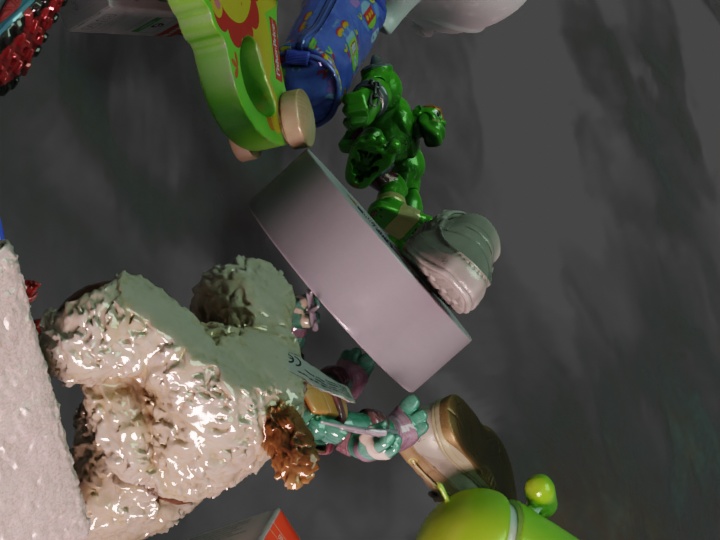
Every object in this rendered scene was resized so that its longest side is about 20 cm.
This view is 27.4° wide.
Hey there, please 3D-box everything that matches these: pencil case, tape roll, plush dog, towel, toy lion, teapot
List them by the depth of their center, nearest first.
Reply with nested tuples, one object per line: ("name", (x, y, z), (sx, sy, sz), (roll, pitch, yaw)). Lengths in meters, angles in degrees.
("towel", (-0.214, 0.089, 0.758), (0.132, 0.034, 0.202), (-30, 122, -33))
("plush dog", (-0.115, 0.101, 0.894), (0.161, 0.172, 0.199), (54, 30, 16))
("toy lion", (-0.101, -0.198, 1.105), (0.192, 0.068, 0.202), (20, 61, -72))
("tape roll", (0.000, 0.000, 1.167), (0.201, 0.066, 0.200), (49, 2, -3))
("pencil case", (-0.032, -0.208, 1.332), (0.201, 0.077, 0.088), (-68, 157, -52))
("teapot", (0.095, -0.317, 1.565), (0.198, 0.147, 0.198), (12, 29, -24))

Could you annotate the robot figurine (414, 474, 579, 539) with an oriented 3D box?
("robot figurine", (0.127, 0.257, 1.217), (0.199, 0.116, 0.177), (32, 77, -13))

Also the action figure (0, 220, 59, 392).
("action figure", (-0.212, -0.010, 0.909), (0.099, 0.065, 0.202), (-13, 82, -52))

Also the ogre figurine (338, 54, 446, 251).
("ogre figurine", (0.024, -0.108, 1.342), (0.200, 0.097, 0.121), (48, 34, -34))

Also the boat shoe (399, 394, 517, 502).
("boat shoe", (0.085, 0.171, 1.289), (0.200, 0.066, 0.075), (55, 28, -47))

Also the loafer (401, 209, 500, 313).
("loafer", (0.075, -0.016, 1.156), (0.070, 0.070, 0.200), (47, 3, -10))

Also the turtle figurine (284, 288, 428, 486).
("turtle figurine", (-0.027, 0.093, 1.116), (0.151, 0.100, 0.200), (61, 17, 19))

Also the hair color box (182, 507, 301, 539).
("hair color box", (-0.106, 0.237, 0.887), (0.062, 0.101, 0.200), (58, 31, -16))

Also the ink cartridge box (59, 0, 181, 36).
("ink cartridge box", (-0.168, -0.243, 1.157), (0.199, 0.050, 0.110), (-13, 82, -60))

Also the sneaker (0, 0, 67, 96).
("sneaker", (-0.247, -0.198, 0.995), (0.095, 0.080, 0.201), (24, 54, -4))
